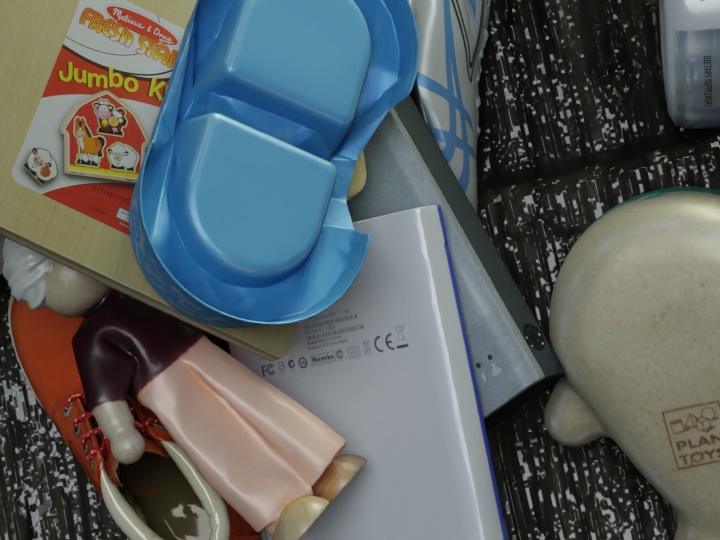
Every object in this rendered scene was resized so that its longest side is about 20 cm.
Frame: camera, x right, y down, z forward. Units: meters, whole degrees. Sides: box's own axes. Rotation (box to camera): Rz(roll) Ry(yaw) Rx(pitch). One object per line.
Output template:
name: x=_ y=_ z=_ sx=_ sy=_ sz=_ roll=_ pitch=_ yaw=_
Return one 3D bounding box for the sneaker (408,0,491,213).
sneaker: x=0.041 y=-0.109 z=1.351 sx=0.072 sy=0.072 sz=0.201 roll=-6 pitch=84 yaw=-21

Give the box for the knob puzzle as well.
knob puzzle: x=-0.089 y=-0.079 z=1.254 sx=0.218 sy=0.030 sz=0.221 roll=7 pitch=72 yaw=-22

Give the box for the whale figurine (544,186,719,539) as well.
whale figurine: x=0.169 y=0.056 z=1.299 sx=0.158 sy=0.104 sz=0.201 roll=-14 pitch=100 yaw=16

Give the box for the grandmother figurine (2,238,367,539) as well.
grandmother figurine: x=-0.089 y=0.044 z=1.258 sx=0.200 sy=0.121 sz=0.061 roll=42 pitch=120 yaw=2

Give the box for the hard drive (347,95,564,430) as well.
hard drive: x=0.000 y=0.000 z=1.315 sx=0.139 sy=0.033 sz=0.201 roll=-38 pitch=74 yaw=33

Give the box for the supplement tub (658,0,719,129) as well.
supplement tub: x=0.247 y=-0.135 z=1.303 sx=0.199 sy=0.123 sz=0.123 roll=-4 pitch=78 yaw=6

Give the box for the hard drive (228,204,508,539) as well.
hard drive: x=0.002 y=0.079 z=1.288 sx=0.131 sy=0.025 sz=0.201 roll=-12 pitch=89 yaw=36

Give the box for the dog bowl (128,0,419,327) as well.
dog bowl: x=-0.044 y=-0.064 z=1.225 sx=0.111 sy=0.050 sz=0.201 roll=23 pitch=67 yaw=-16

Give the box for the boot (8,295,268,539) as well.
boot: x=-0.116 y=0.072 z=1.312 sx=0.075 sy=0.107 sz=0.200 roll=-37 pitch=76 yaw=0

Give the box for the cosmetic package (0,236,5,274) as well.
cosmetic package: x=-0.243 y=-0.085 z=1.288 sx=0.081 sy=0.113 sz=0.200 roll=-37 pitch=71 yaw=8
